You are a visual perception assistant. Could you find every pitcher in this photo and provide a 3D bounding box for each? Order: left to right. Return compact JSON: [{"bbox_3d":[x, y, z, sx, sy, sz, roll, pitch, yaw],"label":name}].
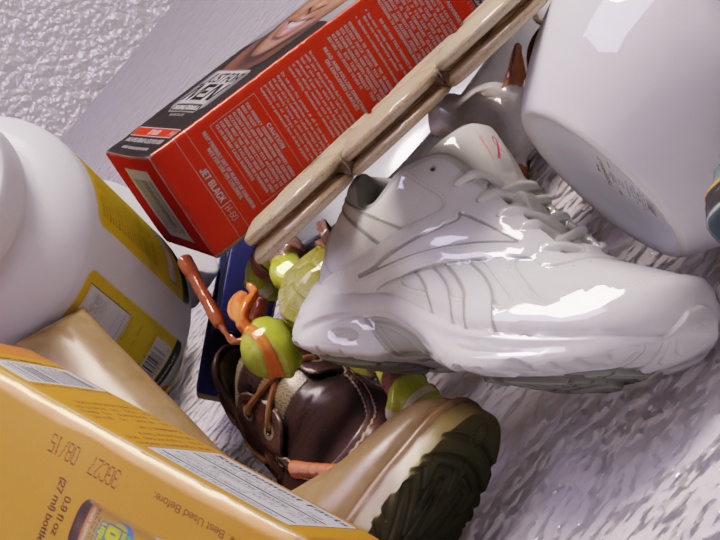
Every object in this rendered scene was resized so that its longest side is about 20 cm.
[{"bbox_3d":[0.144,-0.116,0.704,0.200,0.121,0.172,-49,-30,-6],"label":"pitcher"}]

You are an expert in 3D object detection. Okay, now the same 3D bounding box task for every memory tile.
[{"bbox_3d":[0.023,-0.073,0.808,0.153,0.017,0.200,-42,3,14],"label":"memory tile"}]

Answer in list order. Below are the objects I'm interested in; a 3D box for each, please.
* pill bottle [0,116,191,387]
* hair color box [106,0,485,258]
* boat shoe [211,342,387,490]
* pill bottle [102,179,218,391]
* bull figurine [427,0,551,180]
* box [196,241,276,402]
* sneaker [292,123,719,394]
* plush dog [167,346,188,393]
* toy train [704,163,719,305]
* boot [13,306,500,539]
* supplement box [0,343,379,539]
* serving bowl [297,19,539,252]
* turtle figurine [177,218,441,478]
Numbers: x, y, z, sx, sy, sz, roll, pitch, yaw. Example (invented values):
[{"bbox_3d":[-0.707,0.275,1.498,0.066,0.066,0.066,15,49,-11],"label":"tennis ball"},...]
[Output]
[{"bbox_3d":[-0.159,-0.003,0.907,0.112,0.112,0.200,-52,-24,-6],"label":"pill bottle"},{"bbox_3d":[-0.021,-0.092,0.964,0.199,0.062,0.101,-38,16,-13],"label":"hair color box"},{"bbox_3d":[-0.032,0.066,0.947,0.072,0.072,0.200,-52,16,-2],"label":"boat shoe"},{"bbox_3d":[-0.167,0.055,1.070,0.201,0.112,0.113,-54,14,11],"label":"pill bottle"},{"bbox_3d":[0.120,-0.109,0.889,0.199,0.065,0.122,-31,17,5],"label":"bull figurine"},{"bbox_3d":[-0.062,-0.006,1.098,0.200,0.032,0.122,121,160,-71],"label":"box"},{"bbox_3d":[0.050,-0.007,0.747,0.199,0.077,0.101,4,86,44],"label":"sneaker"},{"bbox_3d":[-0.193,0.079,1.326,0.171,0.161,0.200,-33,27,-3],"label":"plush dog"},{"bbox_3d":[0.185,-0.055,0.593,0.200,0.085,0.114,-46,6,18],"label":"toy train"},{"bbox_3d":[-0.064,0.075,0.804,0.200,0.066,0.176,38,89,31],"label":"boot"},{"bbox_3d":[-0.090,0.091,0.743,0.199,0.069,0.067,25,95,33],"label":"supplement box"},{"bbox_3d":[0.046,-0.073,1.060,0.200,0.066,0.200,-46,16,17],"label":"serving bowl"},{"bbox_3d":[0.000,0.000,0.891,0.161,0.065,0.200,-33,36,-11],"label":"turtle figurine"}]
